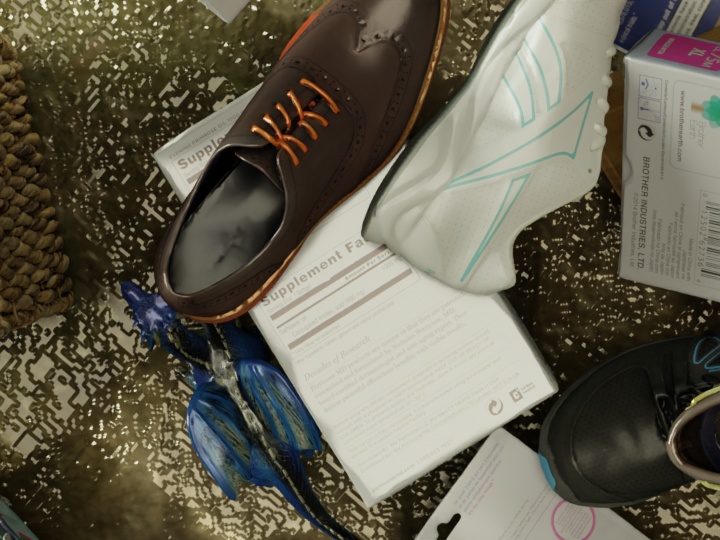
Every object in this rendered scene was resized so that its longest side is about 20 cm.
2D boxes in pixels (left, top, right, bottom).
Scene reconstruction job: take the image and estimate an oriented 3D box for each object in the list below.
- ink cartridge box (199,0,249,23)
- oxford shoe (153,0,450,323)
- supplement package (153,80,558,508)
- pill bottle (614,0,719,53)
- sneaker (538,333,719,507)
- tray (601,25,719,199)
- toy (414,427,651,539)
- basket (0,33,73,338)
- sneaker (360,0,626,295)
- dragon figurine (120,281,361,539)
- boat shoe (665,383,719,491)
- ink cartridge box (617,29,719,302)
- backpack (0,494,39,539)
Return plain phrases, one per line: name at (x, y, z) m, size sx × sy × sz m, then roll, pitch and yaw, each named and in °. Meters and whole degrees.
ink cartridge box at (-0.051, -0.239, 1.270) m, size 0.200 × 0.146 × 0.086 m, roll -49°, pitch 127°, yaw 4°
oxford shoe at (-0.024, -0.060, 1.204) m, size 0.071 × 0.073 × 0.200 m, roll 33°, pitch 91°, yaw 4°
supplement package at (0.000, 0.000, 1.295) m, size 0.109 × 0.114 × 0.201 m, roll -32°, pitch 88°, yaw 3°
pill bottle at (0.114, -0.177, 1.286) m, size 0.199 × 0.111 × 0.111 m, roll 28°, pitch 93°, yaw 2°
sneaker at (0.182, 0.059, 1.284) m, size 0.199 × 0.082 × 0.074 m, roll -21°, pitch 88°, yaw -11°
tray at (0.203, -0.073, 1.218) m, size 0.199 × 0.037 × 0.099 m, roll -22°, pitch 108°, yaw 40°
toy at (0.109, 0.181, 1.321) m, size 0.200 × 0.047 × 0.115 m, roll 37°, pitch 85°, yaw -8°
basket at (-0.232, -0.032, 1.264) m, size 0.142 × 0.200 × 0.150 m, roll -12°, pitch 93°, yaw 5°
sneaker at (0.085, -0.079, 1.213) m, size 0.080 × 0.070 × 0.201 m, roll 35°, pitch 93°, yaw -3°
dragon figurine at (-0.053, 0.075, 1.306) m, size 0.059 × 0.099 × 0.201 m, roll -30°, pitch 90°, yaw 4°
boat shoe at (0.232, 0.071, 1.171) m, size 0.199 × 0.059 × 0.072 m, roll -5°, pitch 94°, yaw 36°
ink cartridge box at (0.215, -0.032, 1.188) m, size 0.199 × 0.042 × 0.120 m, roll 16°, pitch 126°, yaw 25°
backpack at (-0.207, 0.195, 1.305) m, size 0.167 × 0.127 × 0.200 m, roll -43°, pitch 92°, yaw 0°
